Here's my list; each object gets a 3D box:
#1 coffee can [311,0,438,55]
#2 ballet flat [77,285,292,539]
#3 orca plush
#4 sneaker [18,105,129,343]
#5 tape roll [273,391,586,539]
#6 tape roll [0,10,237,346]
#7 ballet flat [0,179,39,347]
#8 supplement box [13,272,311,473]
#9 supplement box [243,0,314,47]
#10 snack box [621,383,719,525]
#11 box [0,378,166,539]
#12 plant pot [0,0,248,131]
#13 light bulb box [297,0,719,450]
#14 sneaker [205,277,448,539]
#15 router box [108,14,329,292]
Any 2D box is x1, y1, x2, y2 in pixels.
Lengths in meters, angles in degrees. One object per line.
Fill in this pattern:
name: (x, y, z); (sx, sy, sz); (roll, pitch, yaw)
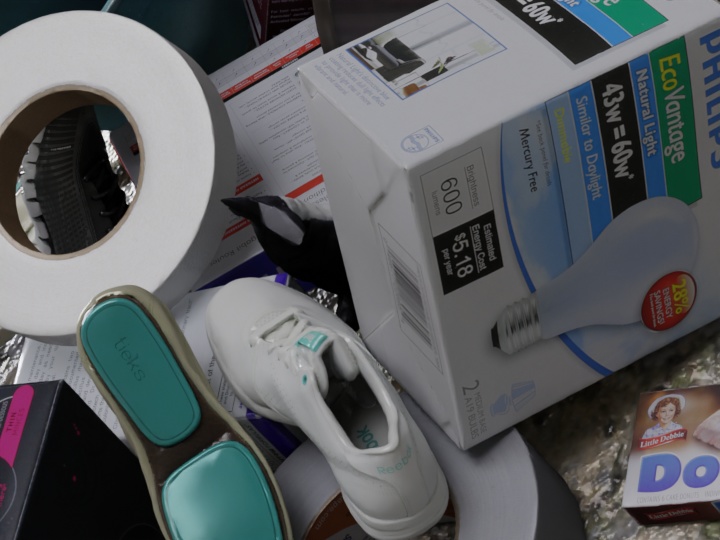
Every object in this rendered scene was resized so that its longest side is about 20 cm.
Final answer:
coffee can: (0.084, -0.186, 1.574); (0.199, 0.147, 0.147); (-2, 54, 16)
ballet flat: (-0.091, 0.100, 1.448); (0.069, 0.069, 0.201); (-28, 82, 17)
orca plush: (0.000, 0.000, 1.514); (0.105, 0.200, 0.072); (-6, 82, 20)
sneaker: (-0.166, -0.029, 1.672); (0.090, 0.201, 0.067); (14, 32, 16)
tape roll: (0.024, 0.167, 1.436); (0.199, 0.066, 0.201); (-20, 47, 23)
tape roll: (-0.171, -0.055, 1.576); (0.202, 0.037, 0.204); (-5, 77, 21)
ballet flat: (-0.230, -0.003, 1.779); (0.200, 0.069, 0.069); (-49, 42, -3)
supplement box: (-0.106, 0.084, 1.576); (0.199, 0.101, 0.104); (-12, 51, 30)
supplement box: (-0.043, -0.245, 1.713); (0.061, 0.201, 0.109); (-8, 50, -12)
snack box: (0.233, 0.089, 1.367); (0.199, 0.024, 0.072); (-9, 54, 32)
box: (-0.175, 0.165, 1.485); (0.106, 0.200, 0.123); (-6, 55, 27)
plant pot: (-0.176, -0.178, 1.752); (0.199, 0.188, 0.201); (-11, 66, 27)
light bulb box: (0.095, -0.046, 1.412); (0.199, 0.199, 0.125); (-27, 40, -16)
sneaker: (-0.022, 0.053, 1.424); (0.075, 0.089, 0.200); (-36, 52, -12)
router box: (-0.041, -0.071, 1.658); (0.199, 0.049, 0.180); (-29, 43, -2)
